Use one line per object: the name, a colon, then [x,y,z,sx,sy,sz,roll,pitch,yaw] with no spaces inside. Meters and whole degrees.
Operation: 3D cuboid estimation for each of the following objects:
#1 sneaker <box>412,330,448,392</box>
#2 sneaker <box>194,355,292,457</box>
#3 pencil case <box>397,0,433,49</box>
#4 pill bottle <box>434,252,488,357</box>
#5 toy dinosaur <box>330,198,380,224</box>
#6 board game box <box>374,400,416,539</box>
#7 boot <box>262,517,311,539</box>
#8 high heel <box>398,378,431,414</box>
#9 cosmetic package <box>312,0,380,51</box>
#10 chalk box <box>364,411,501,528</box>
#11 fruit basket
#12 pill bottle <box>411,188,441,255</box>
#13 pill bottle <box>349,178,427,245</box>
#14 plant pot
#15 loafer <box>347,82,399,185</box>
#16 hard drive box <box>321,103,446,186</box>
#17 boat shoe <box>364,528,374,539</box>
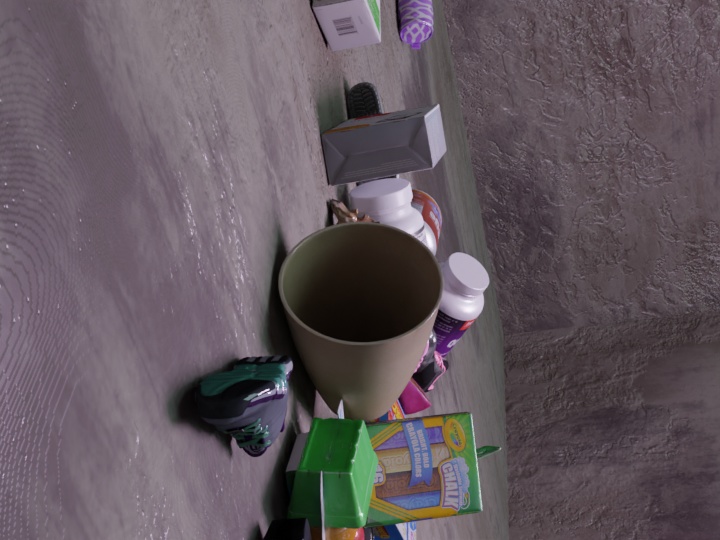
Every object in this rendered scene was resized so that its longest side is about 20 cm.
sneaker: [0.097,0.140,1.757,0.201,0.094,0.080,110,-32,-55]
sneaker: [-0.096,0.133,1.023,0.200,0.073,0.089,-23,110,-79]
pencil case: [0.120,-0.604,2.521,0.086,0.083,0.203,111,-18,-62]
pill bottle: [0.126,0.067,1.835,0.201,0.111,0.113,-55,-162,37]
toy dinosaur: [0.000,0.000,1.562,0.136,0.084,0.203,-32,120,-85]
board game box: [0.035,0.291,1.613,0.201,0.055,0.198,67,20,-54]
boot: [-0.056,0.365,1.086,0.166,0.065,0.202,-94,175,-61]
high heel: [0.047,0.117,1.673,0.067,0.094,0.203,-25,108,-78]
cosmetic package: [-0.021,-0.448,1.701,0.108,0.084,0.203,58,28,-59]
chalk box: [0.079,0.247,1.424,0.124,0.197,0.126,147,-61,-75]
fruit basket: [-0.036,0.275,1.257,0.186,0.092,0.203,-73,169,-63]
pill bottle: [0.074,-0.054,1.873,0.200,0.110,0.114,-70,151,-66]
pill bottle: [0.046,-0.030,1.709,0.116,0.114,0.203,-67,148,-68]
plant pot: [0.001,0.081,1.325,0.202,0.184,0.189,90,3,-45]
loafer: [0.029,-0.202,1.823,0.070,0.074,0.203,-13,96,-74]
hard drive box: [0.039,-0.188,1.671,0.200,0.153,0.078,-54,135,-75]
boat shoe: [0.001,0.371,1.379,0.200,0.067,0.073,-67,146,-71]
